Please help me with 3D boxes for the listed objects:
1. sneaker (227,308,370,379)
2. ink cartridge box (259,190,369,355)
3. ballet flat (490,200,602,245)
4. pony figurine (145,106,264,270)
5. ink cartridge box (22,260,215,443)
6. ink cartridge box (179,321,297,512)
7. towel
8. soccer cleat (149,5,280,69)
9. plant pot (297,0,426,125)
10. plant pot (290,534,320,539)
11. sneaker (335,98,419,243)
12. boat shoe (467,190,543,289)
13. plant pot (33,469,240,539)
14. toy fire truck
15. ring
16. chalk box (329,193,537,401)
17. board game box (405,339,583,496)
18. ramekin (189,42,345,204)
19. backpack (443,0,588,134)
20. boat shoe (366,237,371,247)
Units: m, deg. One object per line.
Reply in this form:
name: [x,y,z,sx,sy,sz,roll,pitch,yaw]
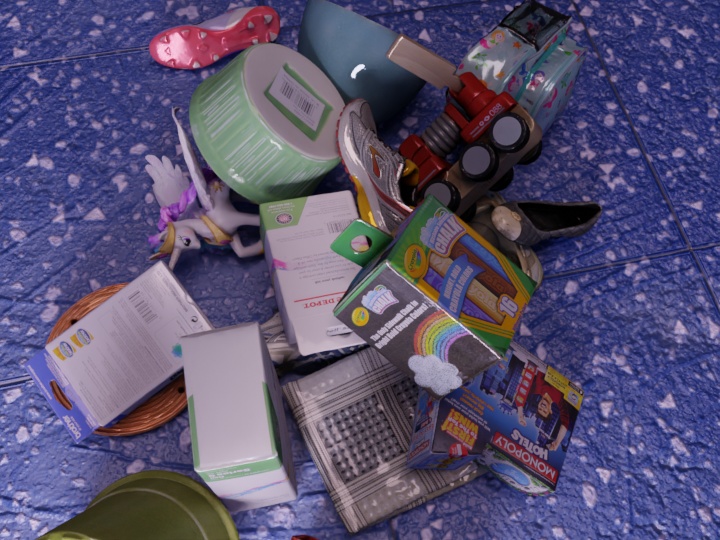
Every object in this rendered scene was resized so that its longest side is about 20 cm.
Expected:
sneaker: [-0.076,0.080,1.035,0.199,0.077,0.085,-8,59,-8]
ink cartridge box: [-0.043,0.012,0.993,0.117,0.067,0.200,-10,63,-13]
ballet flat: [0.239,-0.072,1.097,0.200,0.057,0.067,-7,63,-43]
pony figurine: [-0.191,-0.097,1.092,0.200,0.167,0.193,-10,70,-26]
ink cartridge box: [-0.275,0.095,0.986,0.200,0.042,0.119,-37,81,-10]
ink cartridge box: [-0.126,0.164,0.912,0.087,0.200,0.146,-12,64,-2]
towel: [0.035,0.182,0.990,0.200,0.035,0.193,-20,70,-20]
soccer cleat: [-0.218,-0.353,1.271,0.200,0.067,0.077,-17,33,-6]
plant pot: [-0.009,-0.274,1.180,0.200,0.200,0.135,28,100,11]
plant pot: [0.001,0.379,0.822,0.200,0.200,0.177,20,74,7]
sneaker: [0.032,-0.123,1.031,0.082,0.078,0.200,-26,72,23]
boat shoe: [0.167,-0.056,1.116,0.073,0.063,0.201,-35,70,17]
plant pot: [-0.235,0.298,0.806,0.200,0.190,0.201,-2,80,10]
toy fire truck: [0.101,-0.182,1.063,0.176,0.129,0.200,-43,70,16]
ring: [-0.285,0.107,1.037,0.200,0.019,0.201,2,61,-3]
chalk box: [0.063,0.016,0.903,0.200,0.125,0.124,41,48,-5]
board game box: [0.142,0.169,0.978,0.200,0.062,0.200,36,51,-5]
ramekin: [-0.105,-0.188,1.066,0.200,0.098,0.200,27,47,-32]
backpack: [0.207,-0.255,1.172,0.151,0.178,0.200,41,61,20]
boat shoe: [0.000,0.000,1.082,0.200,0.070,0.070,36,61,14]
